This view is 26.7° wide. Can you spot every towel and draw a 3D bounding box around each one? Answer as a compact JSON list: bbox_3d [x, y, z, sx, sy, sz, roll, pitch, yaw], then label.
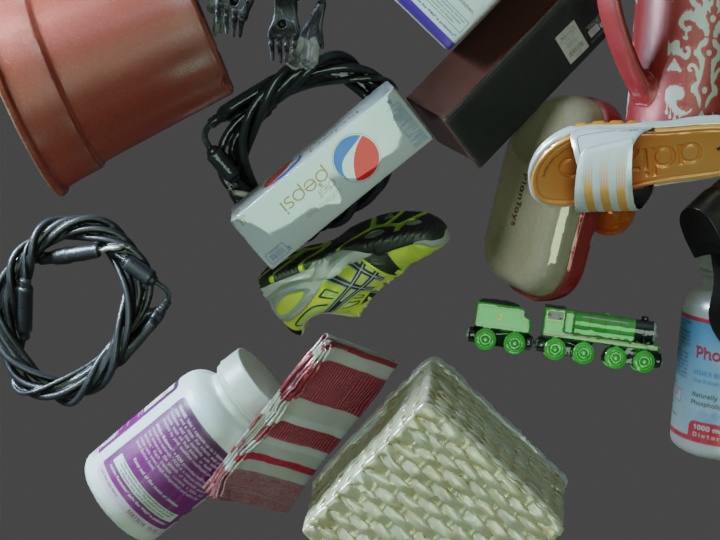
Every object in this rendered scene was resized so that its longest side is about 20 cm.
[{"bbox_3d":[-0.054,0.157,1.513,0.023,0.144,0.200,43,100,31],"label":"towel"}]

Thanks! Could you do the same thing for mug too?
[{"bbox_3d":[0.291,-0.220,1.410,0.176,0.133,0.201,7,90,-4],"label":"mug"}]

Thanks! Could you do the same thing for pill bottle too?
[{"bbox_3d":[-0.171,0.172,1.530,0.200,0.112,0.112,-39,94,9],"label":"pill bottle"},{"bbox_3d":[0.364,0.077,1.479,0.108,0.109,0.201,4,99,3],"label":"pill bottle"}]

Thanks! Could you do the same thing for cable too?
[{"bbox_3d":[-0.302,0.043,1.551,0.163,0.051,0.200,43,100,-3],"label":"cable"},{"bbox_3d":[-0.046,-0.123,1.501,0.199,0.051,0.164,-29,96,7],"label":"cable"}]

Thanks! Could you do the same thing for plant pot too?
[{"bbox_3d":[-0.236,-0.202,1.447,0.194,0.201,0.202,-23,96,-1],"label":"plant pot"}]

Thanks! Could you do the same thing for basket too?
[{"bbox_3d":[0.073,0.228,1.498,0.200,0.161,0.198,43,100,-1],"label":"basket"}]

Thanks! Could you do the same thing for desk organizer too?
[{"bbox_3d":[0.146,-0.203,1.468,0.200,0.077,0.072,-46,127,-6],"label":"desk organizer"}]

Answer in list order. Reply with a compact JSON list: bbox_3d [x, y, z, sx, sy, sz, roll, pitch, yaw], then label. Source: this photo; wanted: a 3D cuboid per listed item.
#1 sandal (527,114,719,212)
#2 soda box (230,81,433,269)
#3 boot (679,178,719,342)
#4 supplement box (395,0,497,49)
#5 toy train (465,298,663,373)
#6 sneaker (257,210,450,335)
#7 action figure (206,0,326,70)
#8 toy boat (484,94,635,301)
[{"bbox_3d":[0.248,-0.093,1.344,0.205,0.059,0.080,-10,121,13],"label":"sandal"},{"bbox_3d":[-0.029,-0.092,1.447,0.200,0.068,0.064,-38,103,4],"label":"soda box"},{"bbox_3d":[0.396,-0.026,1.410,0.200,0.068,0.189,-33,101,-28],"label":"boot"},{"bbox_3d":[0.118,-0.315,1.442,0.103,0.101,0.200,43,99,-3],"label":"supplement box"},{"bbox_3d":[0.206,0.064,1.525,0.199,0.042,0.057,7,88,3],"label":"toy train"},{"bbox_3d":[0.000,0.000,1.520,0.199,0.075,0.077,-20,107,15],"label":"sneaker"},{"bbox_3d":[-0.085,-0.249,1.425,0.118,0.200,0.103,21,111,0],"label":"action figure"},{"bbox_3d":[0.211,-0.068,1.478,0.130,0.130,0.201,8,101,-28],"label":"toy boat"}]
